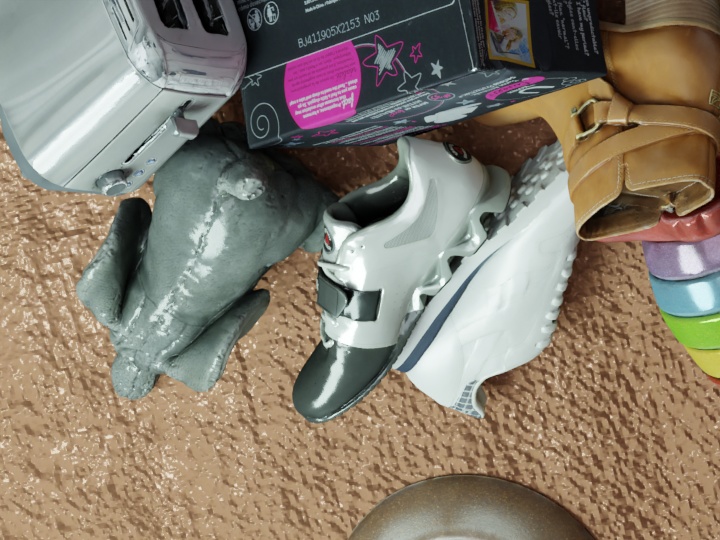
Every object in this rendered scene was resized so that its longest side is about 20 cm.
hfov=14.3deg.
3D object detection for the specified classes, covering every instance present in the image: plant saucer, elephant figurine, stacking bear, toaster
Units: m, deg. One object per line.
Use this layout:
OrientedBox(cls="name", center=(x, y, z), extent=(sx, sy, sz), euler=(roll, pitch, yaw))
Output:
OrientedBox(cls="plant saucer", center=(0.072, 0.233, 1.859), extent=(0.200, 0.037, 0.201), euler=(4, 104, 14))
OrientedBox(cls="elephant figurine", center=(-0.108, 0.011, 1.787), extent=(0.141, 0.155, 0.200), euler=(39, 101, 40))
OrientedBox(cls="stacking bear", center=(0.236, 0.027, 1.723), extent=(0.121, 0.114, 0.200), euler=(0, 122, 53))
OrientedBox(cls="toaster", center=(-0.154, -0.151, 1.704), extent=(0.129, 0.114, 0.200), euler=(-34, 66, 32))

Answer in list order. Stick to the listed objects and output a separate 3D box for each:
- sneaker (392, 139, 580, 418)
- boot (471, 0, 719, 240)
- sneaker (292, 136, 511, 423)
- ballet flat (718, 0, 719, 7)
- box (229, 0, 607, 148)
OrientedBox(cls="sneaker", center=(0.099, 0.003, 1.779), extent=(0.080, 0.076, 0.200), euler=(36, 117, -6))
OrientedBox(cls="boot", center=(0.130, -0.084, 1.682), extent=(0.200, 0.074, 0.155), euler=(-27, 52, 42))
OrientedBox(cls="sneaker", center=(0.000, 0.000, 1.759), extent=(0.088, 0.074, 0.200), euler=(27, 106, -26))
OrientedBox(cls="ballet flat", center=(0.146, -0.203, 1.708), extent=(0.200, 0.071, 0.071), euler=(28, 110, 7))
OrientedBox(cls="box", center=(0.029, -0.154, 1.675), extent=(0.200, 0.115, 0.133), euler=(-16, 80, 46))
